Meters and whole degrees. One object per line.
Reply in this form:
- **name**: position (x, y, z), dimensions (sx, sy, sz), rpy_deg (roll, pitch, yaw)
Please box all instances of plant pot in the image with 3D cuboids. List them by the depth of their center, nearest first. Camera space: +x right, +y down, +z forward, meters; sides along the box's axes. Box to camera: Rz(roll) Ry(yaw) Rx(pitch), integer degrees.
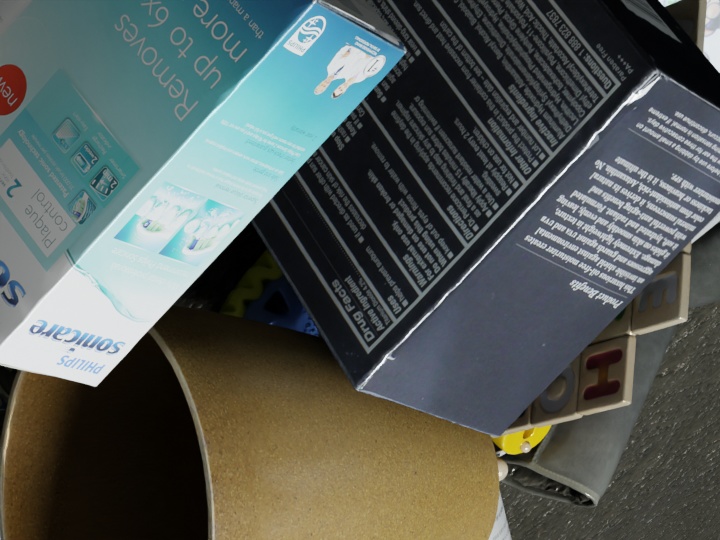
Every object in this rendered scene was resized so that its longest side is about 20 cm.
- **plant pot**: position (-0.038, 0.103, 1.150), dimensions (0.199, 0.187, 0.187), rpy_deg (-1, 136, -36)

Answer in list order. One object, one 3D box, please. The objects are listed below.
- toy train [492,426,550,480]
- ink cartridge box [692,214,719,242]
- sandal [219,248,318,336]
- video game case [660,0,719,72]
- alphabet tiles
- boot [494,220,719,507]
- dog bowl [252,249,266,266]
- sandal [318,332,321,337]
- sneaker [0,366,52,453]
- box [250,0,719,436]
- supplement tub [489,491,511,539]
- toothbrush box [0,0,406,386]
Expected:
- **toy train**: position (0.054, 0.078, 1.452), dimensions (0.200, 0.056, 0.150), rpy_deg (-53, 144, 10)
- **ink cartridge box**: position (0.140, -0.069, 1.426), dimensions (0.144, 0.084, 0.200), rpy_deg (-38, 153, -5)
- **sandal**: position (0.000, 0.000, 1.305), dimensions (0.200, 0.087, 0.079), rpy_deg (-42, 179, -9)
- **video game case**: position (0.196, -0.159, 1.270), dimensions (0.181, 0.024, 0.200), rpy_deg (26, 117, -26)
- **alphabet tiles**: position (0.104, -0.022, 1.209), dimensions (0.008, 0.202, 0.167), rpy_deg (20, 156, -33)
- **boot**: position (0.176, 0.052, 1.522), dimensions (0.073, 0.181, 0.201), rpy_deg (47, 62, -28)
- **dog bowl**: position (0.013, 0.015, 1.427), dimensions (0.112, 0.050, 0.199), rpy_deg (-52, 153, 22)
- **sandal**: position (0.045, -0.020, 1.251), dimensions (0.043, 0.076, 0.201), rpy_deg (30, 88, -52)
- **sneaker**: position (-0.230, 0.088, 1.201), dimensions (0.199, 0.079, 0.089), rpy_deg (-22, 157, -17)
- **box**: position (0.051, -0.067, 1.154), dimensions (0.198, 0.200, 0.123), rpy_deg (-46, 142, 17)
- **supplement tub**: position (0.018, 0.152, 1.339), dimensions (0.131, 0.202, 0.132), rpy_deg (-14, -169, 3)
- **toothbrush box**: position (-0.105, -0.075, 1.015), dimensions (0.200, 0.147, 0.085), rpy_deg (-46, 153, 14)
